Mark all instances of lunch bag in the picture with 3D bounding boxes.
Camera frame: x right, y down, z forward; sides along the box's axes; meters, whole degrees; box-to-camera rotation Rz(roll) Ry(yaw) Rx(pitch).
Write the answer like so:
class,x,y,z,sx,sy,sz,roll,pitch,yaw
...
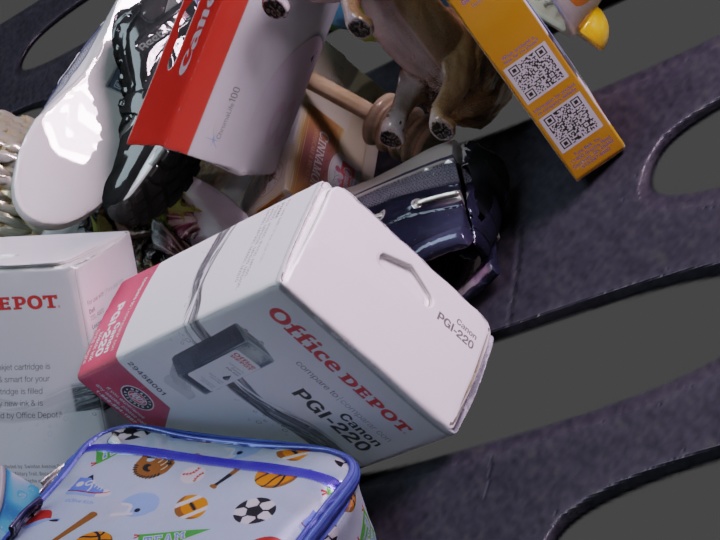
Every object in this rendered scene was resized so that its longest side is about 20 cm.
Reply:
class,x,y,z,sx,sy,sz,roll,pitch,yaw
lunch bag,-0.100,0.151,1.311,0.200,0.076,0.160,6,37,31

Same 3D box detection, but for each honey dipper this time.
class,x,y,z,sx,sy,sz,roll,pitch,yaw
honey dipper,-0.032,-0.123,1.539,0.200,0.038,0.038,29,81,23

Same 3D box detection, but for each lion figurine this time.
class,x,y,z,sx,sy,sz,roll,pitch,yaw
lion figurine,0.024,-0.152,1.426,0.072,0.200,0.123,-13,36,36

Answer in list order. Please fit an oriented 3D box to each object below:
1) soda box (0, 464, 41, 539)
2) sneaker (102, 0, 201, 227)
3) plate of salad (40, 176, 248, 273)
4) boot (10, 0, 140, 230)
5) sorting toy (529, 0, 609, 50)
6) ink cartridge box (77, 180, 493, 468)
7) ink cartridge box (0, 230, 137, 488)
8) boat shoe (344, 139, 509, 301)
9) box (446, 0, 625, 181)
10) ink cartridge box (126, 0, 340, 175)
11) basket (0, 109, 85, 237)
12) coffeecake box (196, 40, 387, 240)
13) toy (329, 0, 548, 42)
class,x,y,z,sx,sy,sz,roll,pitch,yaw
soda box,-0.194,0.178,1.390,0.064,0.200,0.068,-25,38,44
sneaker,-0.129,-0.122,1.508,0.200,0.087,0.076,-62,-12,-21
plate of salad,-0.143,0.033,1.529,0.200,0.048,0.200,0,90,25
boot,-0.173,-0.103,1.565,0.200,0.073,0.090,-60,6,-22
sorting toy,0.157,-0.242,1.452,0.180,0.107,0.200,-45,26,1
ink cartridge box,-0.045,0.049,1.359,0.200,0.146,0.085,-26,31,43
ink cartridge box,-0.205,0.080,1.472,0.146,0.200,0.084,-2,16,23
boat shoe,0.000,0.000,1.417,0.200,0.075,0.093,-31,34,26
box,0.075,-0.155,1.353,0.041,0.200,0.119,-33,30,7
ink cartridge box,-0.065,-0.139,1.417,0.200,0.057,0.163,-30,-38,-81
basket,-0.271,-0.029,1.671,0.200,0.198,0.161,-92,18,-82
coffeecake box,-0.082,-0.045,1.618,0.200,0.073,0.154,-32,33,35
toy,0.023,-0.168,1.563,0.200,0.115,0.047,20,91,62
